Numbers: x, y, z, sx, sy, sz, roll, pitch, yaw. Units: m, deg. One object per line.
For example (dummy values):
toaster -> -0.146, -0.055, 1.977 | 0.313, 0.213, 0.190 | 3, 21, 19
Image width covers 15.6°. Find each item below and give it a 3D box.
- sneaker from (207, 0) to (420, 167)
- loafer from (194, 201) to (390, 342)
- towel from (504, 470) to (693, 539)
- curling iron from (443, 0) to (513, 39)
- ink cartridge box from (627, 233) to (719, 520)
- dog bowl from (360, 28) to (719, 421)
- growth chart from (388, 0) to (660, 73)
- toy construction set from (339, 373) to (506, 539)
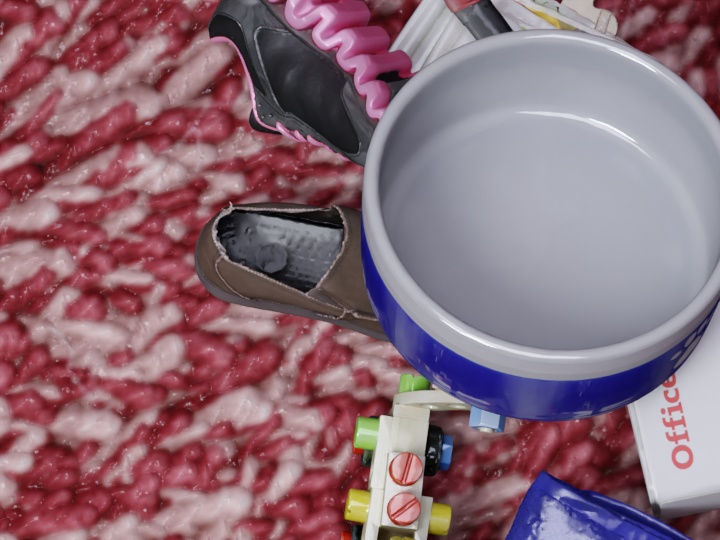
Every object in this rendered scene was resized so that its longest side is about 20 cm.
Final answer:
sneaker -> -0.018, -0.100, 1.519 | 0.095, 0.079, 0.200 | -45, 69, 26
loafer -> 0.000, 0.000, 1.496 | 0.199, 0.071, 0.073 | 4, 78, 5
towel -> 0.120, 0.225, 1.416 | 0.147, 0.050, 0.200 | 28, 97, 16
curling iron -> 0.070, -0.165, 1.534 | 0.050, 0.026, 0.200 | -30, 75, 1
ink cartridge box -> 0.242, 0.047, 1.459 | 0.199, 0.084, 0.147 | -12, 76, 3
dog bowl -> 0.099, -0.024, 1.392 | 0.199, 0.079, 0.201 | 1, 62, -3
growth chart -> 0.105, -0.098, 1.537 | 0.200, 0.018, 0.145 | 42, 83, 12
toy construction set -> 0.030, 0.126, 1.434 | 0.092, 0.131, 0.200 | 23, 78, 0
